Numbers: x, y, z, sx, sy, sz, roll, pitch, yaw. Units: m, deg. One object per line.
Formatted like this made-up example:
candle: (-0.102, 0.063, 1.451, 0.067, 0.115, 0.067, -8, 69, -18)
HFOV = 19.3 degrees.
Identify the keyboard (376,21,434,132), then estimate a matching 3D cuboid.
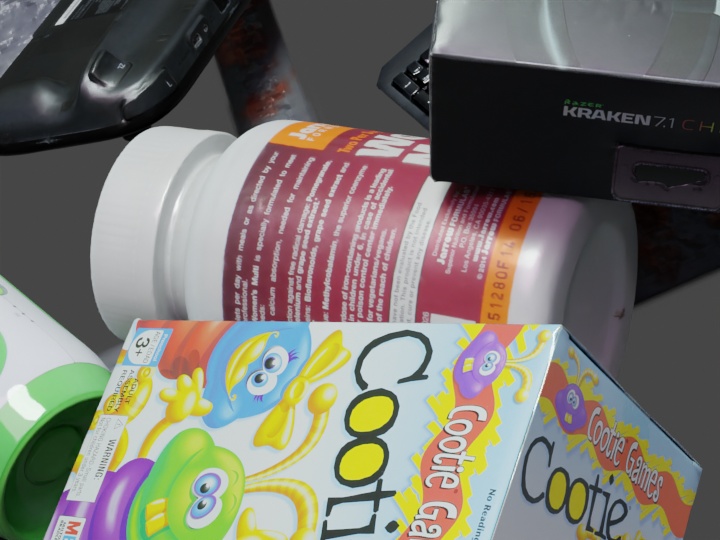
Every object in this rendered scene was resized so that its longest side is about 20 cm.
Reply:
keyboard: (0.103, -0.128, 0.916, 0.200, 0.040, 0.104, -42, 54, -6)

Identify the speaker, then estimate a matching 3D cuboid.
speaker: (-0.183, 0.032, 0.898, 0.199, 0.089, 0.089, 35, 77, 33)

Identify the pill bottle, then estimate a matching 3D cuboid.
pill bottle: (0.000, 0.000, 0.833, 0.198, 0.110, 0.110, 10, 64, 25)

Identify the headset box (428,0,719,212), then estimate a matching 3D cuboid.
headset box: (0.118, -0.118, 0.749, 0.172, 0.093, 0.202, 6, 65, 4)

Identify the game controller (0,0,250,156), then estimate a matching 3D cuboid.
game controller: (-0.096, -0.116, 0.947, 0.104, 0.042, 0.201, -15, 29, 33)

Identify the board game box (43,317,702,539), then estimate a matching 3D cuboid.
board game box: (0.001, 0.087, 0.750, 0.199, 0.105, 0.104, -1, 58, 41)
